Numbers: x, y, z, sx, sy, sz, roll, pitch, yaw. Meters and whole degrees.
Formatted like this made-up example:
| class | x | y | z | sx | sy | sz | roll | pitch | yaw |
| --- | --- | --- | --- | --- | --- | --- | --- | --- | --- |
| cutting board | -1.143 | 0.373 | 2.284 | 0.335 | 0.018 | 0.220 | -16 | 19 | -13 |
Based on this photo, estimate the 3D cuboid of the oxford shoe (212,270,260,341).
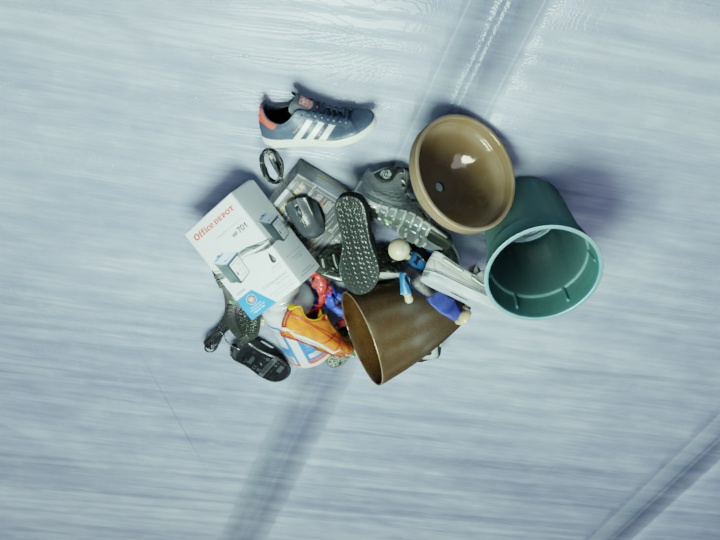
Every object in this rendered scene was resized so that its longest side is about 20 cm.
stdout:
| class | x | y | z | sx | sy | sz | roll | pitch | yaw |
| --- | --- | --- | --- | --- | --- | --- | --- | --- | --- |
| oxford shoe | -0.238 | 0.045 | 1.576 | 0.072 | 0.085 | 0.202 | -10 | 116 | -1 |

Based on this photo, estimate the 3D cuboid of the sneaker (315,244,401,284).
| class | x | y | z | sx | sy | sz | roll | pitch | yaw |
| --- | --- | --- | --- | --- | --- | --- | --- | --- | --- |
| sneaker | 0.000 | 0.000 | 1.510 | 0.199 | 0.074 | 0.079 | 1 | 151 | -31 |

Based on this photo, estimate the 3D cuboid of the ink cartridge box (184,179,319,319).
| class | x | y | z | sx | sy | sz | roll | pitch | yaw |
| --- | --- | --- | --- | --- | --- | --- | --- | --- | --- |
| ink cartridge box | -0.195 | -0.036 | 1.432 | 0.146 | 0.086 | 0.200 | -35 | 97 | 33 |

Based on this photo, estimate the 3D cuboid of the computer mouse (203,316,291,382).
| class | x | y | z | sx | sy | sz | roll | pitch | yaw |
| --- | --- | --- | --- | --- | --- | --- | --- | --- | --- |
| computer mouse | -0.222 | 0.152 | 1.704 | 0.199 | 0.046 | 0.141 | 28 | 122 | -15 |

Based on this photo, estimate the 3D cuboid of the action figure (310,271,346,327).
| class | x | y | z | sx | sy | sz | roll | pitch | yaw |
| --- | --- | --- | --- | --- | --- | --- | --- | --- | --- |
| action figure | -0.065 | 0.045 | 1.550 | 0.051 | 0.066 | 0.200 | 1 | 151 | 17 |

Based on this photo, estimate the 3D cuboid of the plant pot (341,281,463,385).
| class | x | y | z | sx | sy | sz | roll | pitch | yaw |
| --- | --- | --- | --- | --- | --- | --- | --- | --- | --- |
| plant pot | 0.090 | 0.094 | 1.521 | 0.199 | 0.187 | 0.188 | -21 | 133 | -14 |

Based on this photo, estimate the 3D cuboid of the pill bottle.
| class | x | y | z | sx | sy | sz | roll | pitch | yaw |
| --- | --- | --- | --- | --- | --- | --- | --- | --- | --- |
| pill bottle | -0.132 | 0.092 | 1.599 | 0.111 | 0.113 | 0.201 | -13 | 130 | 13 |

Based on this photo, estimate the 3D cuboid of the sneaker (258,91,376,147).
| class | x | y | z | sx | sy | sz | roll | pitch | yaw |
| --- | --- | --- | --- | --- | --- | --- | --- | --- | --- |
| sneaker | -0.075 | -0.256 | 1.316 | 0.198 | 0.075 | 0.085 | -6 | 136 | 7 |

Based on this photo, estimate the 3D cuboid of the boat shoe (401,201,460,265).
| class | x | y | z | sx | sy | sz | roll | pitch | yaw |
| --- | --- | --- | --- | --- | --- | --- | --- | --- | --- |
| boat shoe | 0.130 | -0.041 | 1.508 | 0.072 | 0.061 | 0.202 | -24 | 126 | 21 |

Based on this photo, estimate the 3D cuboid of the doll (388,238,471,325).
| class | x | y | z | sx | sy | sz | roll | pitch | yaw |
| --- | --- | --- | --- | --- | --- | --- | --- | --- | --- |
| doll | 0.127 | 0.009 | 1.444 | 0.200 | 0.137 | 0.048 | 38 | 159 | -18 |

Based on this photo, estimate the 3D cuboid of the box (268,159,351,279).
| class | x | y | z | sx | sy | sz | roll | pitch | yaw |
| --- | --- | --- | --- | --- | --- | --- | --- | --- | --- |
| box | -0.103 | -0.089 | 1.481 | 0.158 | 0.049 | 0.200 | 29 | 126 | -21 |

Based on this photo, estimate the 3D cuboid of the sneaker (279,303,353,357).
| class | x | y | z | sx | sy | sz | roll | pitch | yaw |
| --- | --- | --- | --- | --- | --- | --- | --- | --- | --- |
| sneaker | -0.071 | 0.119 | 1.539 | 0.073 | 0.078 | 0.200 | 10 | 166 | 38 |

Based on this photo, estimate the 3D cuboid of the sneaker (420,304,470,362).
| class | x | y | z | sx | sy | sz | roll | pitch | yaw |
| --- | --- | --- | --- | --- | --- | --- | --- | --- | --- |
| sneaker | 0.152 | 0.124 | 1.650 | 0.199 | 0.079 | 0.130 | -45 | 160 | -2 |

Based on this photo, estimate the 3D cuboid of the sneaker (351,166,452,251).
| class | x | y | z | sx | sy | sz | roll | pitch | yaw |
| --- | --- | --- | --- | --- | --- | --- | --- | --- | --- |
| sneaker | 0.085 | -0.122 | 1.397 | 0.199 | 0.116 | 0.075 | 27 | 156 | -2 |

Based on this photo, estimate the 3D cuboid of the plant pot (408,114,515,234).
| class | x | y | z | sx | sy | sz | roll | pitch | yaw |
| --- | --- | --- | --- | --- | --- | --- | --- | --- | --- |
| plant pot | 0.156 | -0.153 | 1.350 | 0.200 | 0.202 | 0.093 | 26 | 157 | -20 |

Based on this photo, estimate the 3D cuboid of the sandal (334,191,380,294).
| class | x | y | z | sx | sy | sz | roll | pitch | yaw |
| --- | --- | --- | --- | --- | --- | --- | --- | --- | --- |
| sandal | 0.001 | -0.049 | 1.396 | 0.075 | 0.048 | 0.202 | 8 | 123 | 18 |

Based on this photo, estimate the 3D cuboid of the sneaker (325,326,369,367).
| class | x | y | z | sx | sy | sz | roll | pitch | yaw |
| --- | --- | --- | --- | --- | --- | --- | --- | --- | --- |
| sneaker | -0.019 | 0.151 | 1.662 | 0.076 | 0.089 | 0.200 | 24 | 128 | -19 |

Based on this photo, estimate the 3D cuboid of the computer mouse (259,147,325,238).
| class | x | y | z | sx | sy | sz | roll | pitch | yaw |
| --- | --- | --- | --- | --- | --- | --- | --- | --- | --- |
| computer mouse | -0.120 | -0.128 | 1.392 | 0.058 | 0.034 | 0.200 | -20 | 127 | 20 |

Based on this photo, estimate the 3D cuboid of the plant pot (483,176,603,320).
| class | x | y | z | sx | sy | sz | roll | pitch | yaw |
| --- | --- | --- | --- | --- | --- | --- | --- | --- | --- |
| plant pot | 0.302 | -0.051 | 1.399 | 0.198 | 0.197 | 0.201 | -1 | 127 | -1 |

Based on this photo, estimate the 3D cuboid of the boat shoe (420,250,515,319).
| class | x | y | z | sx | sy | sz | roll | pitch | yaw |
| --- | --- | --- | --- | --- | --- | --- | --- | --- | --- |
| boat shoe | 0.202 | 0.024 | 1.418 | 0.199 | 0.070 | 0.071 | 25 | 167 | -16 |
